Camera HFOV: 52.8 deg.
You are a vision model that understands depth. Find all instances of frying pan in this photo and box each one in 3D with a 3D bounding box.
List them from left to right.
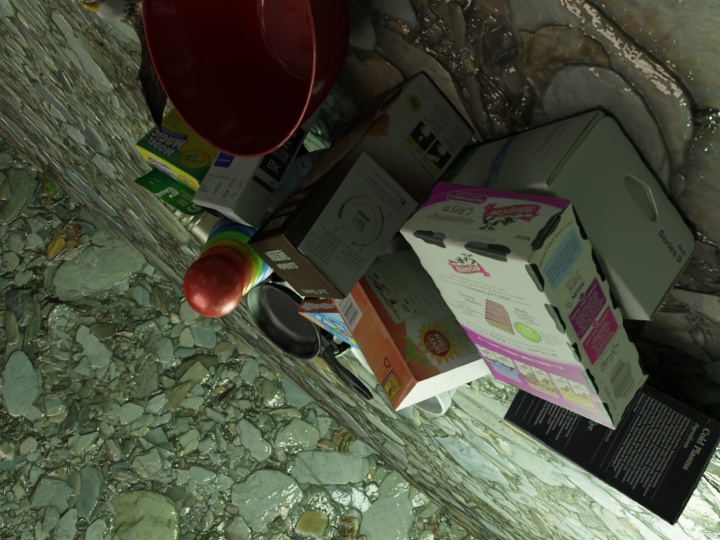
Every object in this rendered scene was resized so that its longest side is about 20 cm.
[{"bbox_3d":[-0.060,0.071,0.853,0.187,0.031,0.116,22,139,26],"label":"frying pan"}]

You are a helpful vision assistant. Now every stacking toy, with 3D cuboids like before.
[{"bbox_3d":[-0.126,-0.005,0.714,0.085,0.085,0.200,43,-168,-11],"label":"stacking toy"}]

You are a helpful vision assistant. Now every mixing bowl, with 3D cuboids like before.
[{"bbox_3d":[-0.082,-0.209,0.618,0.197,0.108,0.204,18,122,32],"label":"mixing bowl"}]

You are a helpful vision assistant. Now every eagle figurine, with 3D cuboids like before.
[{"bbox_3d":[-0.218,-0.262,0.759,0.200,0.150,0.153,43,153,16],"label":"eagle figurine"}]

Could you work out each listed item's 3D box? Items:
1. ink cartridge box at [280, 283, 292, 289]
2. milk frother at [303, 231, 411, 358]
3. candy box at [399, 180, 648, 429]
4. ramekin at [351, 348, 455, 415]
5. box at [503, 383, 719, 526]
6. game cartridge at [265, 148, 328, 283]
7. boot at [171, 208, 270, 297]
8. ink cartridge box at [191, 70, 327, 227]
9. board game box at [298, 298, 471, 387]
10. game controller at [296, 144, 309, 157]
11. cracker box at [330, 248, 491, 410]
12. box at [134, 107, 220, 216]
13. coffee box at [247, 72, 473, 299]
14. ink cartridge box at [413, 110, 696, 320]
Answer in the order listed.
[{"bbox_3d":[-0.140,-0.039,1.212,0.144,0.088,0.201,34,163,16],"label":"ink cartridge box"},{"bbox_3d":[0.000,0.000,0.859,0.179,0.200,0.189,30,160,40],"label":"milk frother"},{"bbox_3d":[0.134,0.027,0.583,0.135,0.061,0.201,19,152,50],"label":"candy box"},{"bbox_3d":[0.079,0.120,1.134,0.199,0.106,0.201,35,162,13],"label":"ramekin"},{"bbox_3d":[0.271,0.169,0.764,0.180,0.105,0.200,29,178,30],"label":"box"},{"bbox_3d":[-0.077,-0.053,0.812,0.199,0.038,0.132,-6,98,58],"label":"game cartridge"},{"bbox_3d":[-0.135,-0.086,0.947,0.155,0.201,0.072,48,147,-14],"label":"boot"},{"bbox_3d":[-0.090,-0.143,0.724,0.039,0.203,0.099,32,171,-35],"label":"ink cartridge box"},{"bbox_3d":[0.032,0.084,0.828,0.199,0.020,0.102,35,155,-35],"label":"board game box"},{"bbox_3d":[-0.095,-0.137,0.877,0.201,0.041,0.105,55,145,33],"label":"game controller"},{"bbox_3d":[0.085,0.044,0.730,0.135,0.197,0.058,58,140,24],"label":"cracker box"},{"bbox_3d":[-0.161,-0.157,0.811,0.116,0.201,0.049,27,160,31],"label":"box"},{"bbox_3d":[-0.002,-0.075,0.675,0.080,0.201,0.114,44,161,-17],"label":"coffee box"},{"bbox_3d":[0.158,-0.039,0.624,0.145,0.088,0.199,47,160,-17],"label":"ink cartridge box"}]
